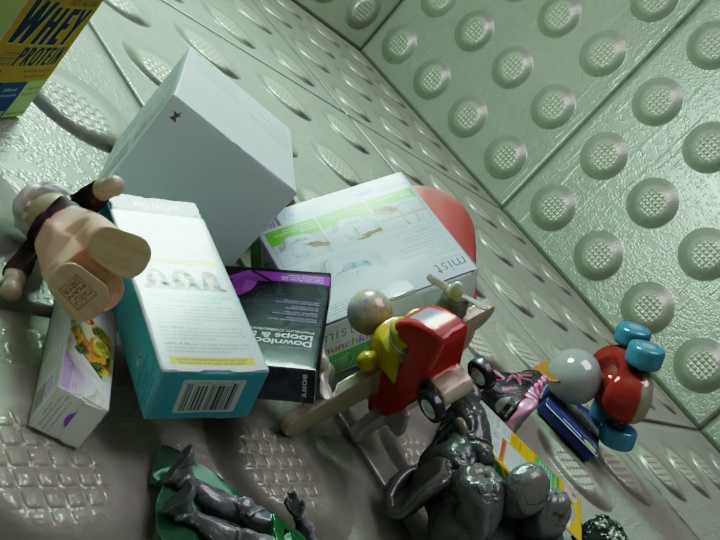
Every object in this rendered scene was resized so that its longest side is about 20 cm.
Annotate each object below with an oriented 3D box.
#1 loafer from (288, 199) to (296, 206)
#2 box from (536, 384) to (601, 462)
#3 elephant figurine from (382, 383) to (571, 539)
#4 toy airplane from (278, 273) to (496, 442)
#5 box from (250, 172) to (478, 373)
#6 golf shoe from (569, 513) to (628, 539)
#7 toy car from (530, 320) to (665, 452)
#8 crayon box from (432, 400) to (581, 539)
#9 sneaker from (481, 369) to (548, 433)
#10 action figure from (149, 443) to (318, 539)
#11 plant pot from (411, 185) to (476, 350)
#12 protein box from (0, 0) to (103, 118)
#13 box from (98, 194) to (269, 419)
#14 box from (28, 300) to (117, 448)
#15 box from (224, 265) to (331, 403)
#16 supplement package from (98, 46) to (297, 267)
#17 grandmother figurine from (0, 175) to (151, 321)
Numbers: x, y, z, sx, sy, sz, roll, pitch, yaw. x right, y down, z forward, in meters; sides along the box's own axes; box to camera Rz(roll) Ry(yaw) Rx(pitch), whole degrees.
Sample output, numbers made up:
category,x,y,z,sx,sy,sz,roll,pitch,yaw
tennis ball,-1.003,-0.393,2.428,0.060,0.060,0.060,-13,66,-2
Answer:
category,x,y,z,sx,sy,sz,roll,pitch,yaw
loafer,-0.110,-0.065,1.074,0.071,0.073,0.200,42,16,-2
box,0.363,0.260,1.475,0.121,0.032,0.200,46,15,9
elephant figurine,0.095,0.211,0.796,0.200,0.154,0.143,-154,-127,-63
toy airplane,0.031,0.085,0.824,0.142,0.198,0.200,59,18,8
box,0.000,0.000,0.946,0.199,0.097,0.177,-20,52,-21
golf shoe,0.305,0.381,1.006,0.088,0.077,0.200,58,11,-27
toy car,0.390,0.181,1.469,0.198,0.186,0.177,14,17,1
crayon box,0.180,0.248,1.037,0.200,0.052,0.126,44,16,3
sneaker,0.226,0.178,1.301,0.095,0.079,0.200,35,13,11
action figure,-0.055,0.199,0.602,0.200,0.055,0.118,41,13,-26
plant pot,0.067,0.020,1.114,0.200,0.200,0.178,34,30,-30
protein box,-0.361,-0.278,0.774,0.198,0.200,0.135,43,17,-3
box,-0.143,0.021,0.647,0.082,0.049,0.201,5,37,-33
box,-0.207,0.045,0.633,0.039,0.041,0.200,35,18,-28
box,-0.101,0.049,0.748,0.142,0.036,0.200,4,23,-1
supplement package,-0.172,-0.110,0.899,0.151,0.151,0.200,38,17,-22
grandmother figurine,-0.224,-0.023,0.644,0.200,0.121,0.061,34,-22,56
